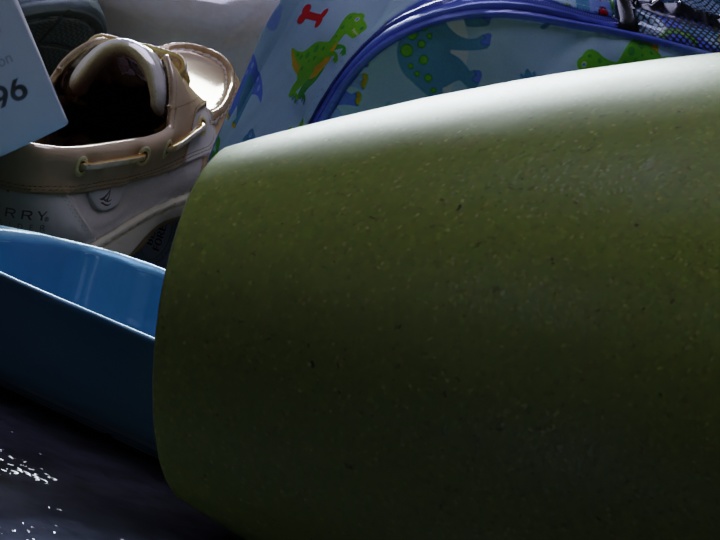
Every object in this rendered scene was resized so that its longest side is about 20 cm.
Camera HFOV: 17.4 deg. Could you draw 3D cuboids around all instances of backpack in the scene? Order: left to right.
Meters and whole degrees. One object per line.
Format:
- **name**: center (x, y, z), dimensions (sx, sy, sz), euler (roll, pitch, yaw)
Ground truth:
- **backpack**: center (0.056, -0.021, 0.834), dimensions (0.199, 0.184, 0.147), euler (11, 23, -24)

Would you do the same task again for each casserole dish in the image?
- **casserole dish**: center (-0.049, 0.033, 0.733), dimensions (0.199, 0.039, 0.121), euler (21, 7, 25)

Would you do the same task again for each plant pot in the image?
- **plant pot**: center (0.057, 0.025, 0.585), dimensions (0.199, 0.189, 0.187), euler (8, 4, 15)

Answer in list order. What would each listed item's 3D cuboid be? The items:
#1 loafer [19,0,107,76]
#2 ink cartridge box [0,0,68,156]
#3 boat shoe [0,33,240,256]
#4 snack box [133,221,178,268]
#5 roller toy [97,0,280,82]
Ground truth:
- **loafer**: center (-0.215, -0.109, 1.047), dimensions (0.199, 0.072, 0.063), euler (-9, 58, -19)
- **ink cartridge box**: center (-0.176, -0.067, 0.841), dimensions (0.115, 0.068, 0.200), euler (-25, 17, -9)
- **boat shoe**: center (-0.094, -0.058, 0.938), dimensions (0.073, 0.070, 0.200), euler (14, 28, 12)
- **snack box**: center (0.000, 0.000, 1.058), dimensions (0.141, 0.053, 0.200), euler (19, 7, 20)
- **roller toy**: center (-0.116, -0.113, 1.189), dimensions (0.199, 0.140, 0.183), euler (14, 28, -8)
